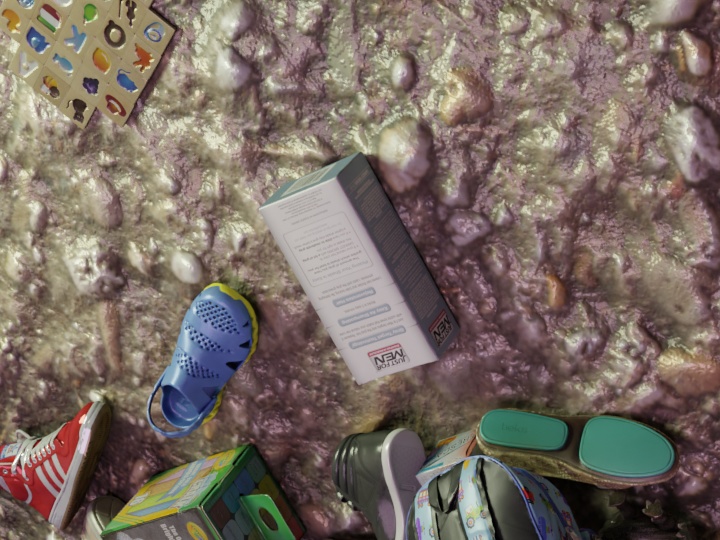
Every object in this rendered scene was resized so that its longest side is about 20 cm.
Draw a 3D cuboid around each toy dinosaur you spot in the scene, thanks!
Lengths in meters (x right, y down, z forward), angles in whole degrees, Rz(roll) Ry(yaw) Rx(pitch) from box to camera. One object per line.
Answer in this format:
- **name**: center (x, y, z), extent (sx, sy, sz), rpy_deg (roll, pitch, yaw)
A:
- **toy dinosaur**: center (0.280, 0.258, 1.578), extent (0.198, 0.078, 0.102), rpy_deg (-8, 149, 19)

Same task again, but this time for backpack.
- **backpack**: center (0.136, 0.275, 1.537), extent (0.182, 0.134, 0.201), rpy_deg (-39, 62, 40)

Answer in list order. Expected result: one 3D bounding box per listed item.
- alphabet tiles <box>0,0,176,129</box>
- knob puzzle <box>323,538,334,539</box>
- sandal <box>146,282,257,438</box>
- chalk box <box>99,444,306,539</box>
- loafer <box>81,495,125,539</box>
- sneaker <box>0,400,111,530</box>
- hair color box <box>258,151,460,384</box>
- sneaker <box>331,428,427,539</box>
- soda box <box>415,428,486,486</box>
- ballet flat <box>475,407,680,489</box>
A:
- **alphabet tiles**: center (-0.268, -0.236, 1.605), extent (0.166, 0.006, 0.200), rpy_deg (38, 128, 2)
- **knob puzzle**: center (0.028, 0.362, 1.780), extent (0.219, 0.030, 0.221), rpy_deg (27, 138, 28)
- **sandal**: center (-0.166, 0.101, 1.700), extent (0.079, 0.087, 0.201), rpy_deg (30, 125, 11)
- **chalk box**: center (-0.151, 0.276, 1.773), extent (0.199, 0.124, 0.125), rpy_deg (-20, 107, 33)
- **loafer**: center (-0.260, 0.348, 1.861), extent (0.063, 0.071, 0.201), rpy_deg (-56, 49, 34)
- **sneaker**: center (-0.351, 0.200, 1.863), extent (0.112, 0.071, 0.201), rpy_deg (30, 129, 5)
- **hair color box**: center (0.000, 0.000, 1.571), extent (0.098, 0.061, 0.201), rpy_deg (-19, 107, 35)
- **sneaker**: center (0.028, 0.250, 1.683), extent (0.099, 0.070, 0.202), rpy_deg (5, 110, 49)
- **soda box**: center (0.138, 0.256, 1.648), extent (0.068, 0.064, 0.201), rpy_deg (-23, 105, 35)
- **ballet flat**: center (0.208, 0.172, 1.573), extent (0.198, 0.071, 0.065), rpy_deg (11, 149, 25)
